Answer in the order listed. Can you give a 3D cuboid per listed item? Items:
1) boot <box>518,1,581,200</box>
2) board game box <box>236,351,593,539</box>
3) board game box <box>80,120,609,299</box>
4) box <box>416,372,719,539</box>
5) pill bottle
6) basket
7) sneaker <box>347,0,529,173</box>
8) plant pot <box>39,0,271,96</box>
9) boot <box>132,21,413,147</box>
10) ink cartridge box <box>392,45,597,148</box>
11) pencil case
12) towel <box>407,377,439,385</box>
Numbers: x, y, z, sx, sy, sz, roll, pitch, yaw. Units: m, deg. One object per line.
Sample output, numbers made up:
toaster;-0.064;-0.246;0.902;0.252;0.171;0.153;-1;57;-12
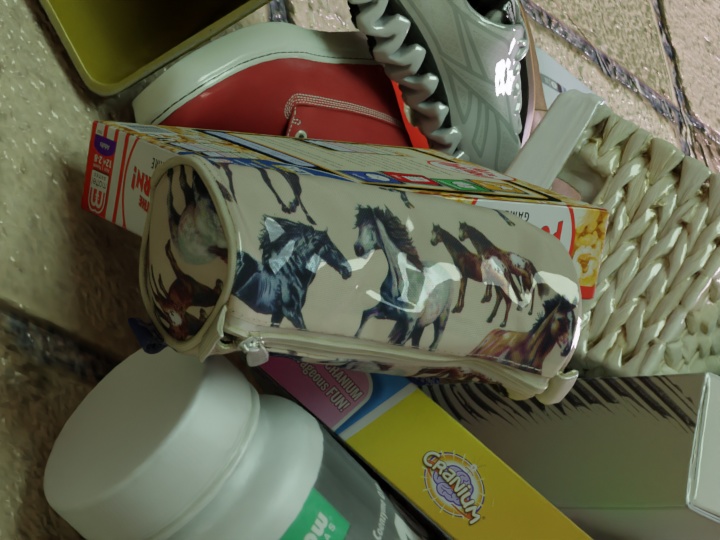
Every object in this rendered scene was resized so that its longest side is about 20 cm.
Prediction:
boot;0.091;-0.070;1.423;0.075;0.073;0.201;-12;98;-47
board game box;0.035;0.099;1.112;0.200;0.040;0.153;41;-8;15
board game box;-0.008;-0.030;1.138;0.199;0.151;0.047;3;101;-32
box;0.111;0.096;1.203;0.082;0.199;0.069;25;69;-42
pill bottle;-0.036;0.126;1.048;0.200;0.113;0.113;46;32;-26
basket;0.140;0.017;1.304;0.123;0.136;0.200;30;-12;23
sneaker;0.060;-0.105;1.308;0.200;0.081;0.075;58;8;-38
plant pot;-0.073;-0.227;1.241;0.201;0.199;0.176;61;16;0
boot;-0.023;-0.049;1.247;0.200;0.072;0.145;-9;69;-57
ink cartridge box;0.093;-0.086;1.514;0.200;0.050;0.163;38;35;-41
pencil case;0.003;0.009;1.013;0.199;0.078;0.090;9;60;-35
towel;0.000;0.000;1.314;0.145;0.024;0.201;42;34;-29
